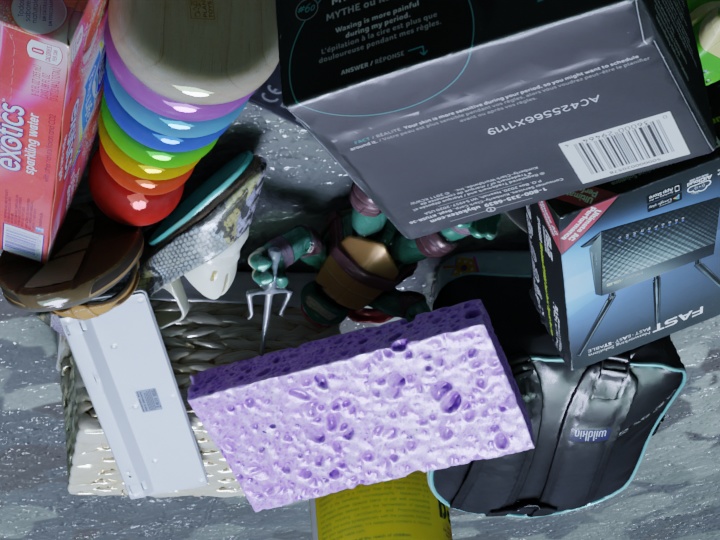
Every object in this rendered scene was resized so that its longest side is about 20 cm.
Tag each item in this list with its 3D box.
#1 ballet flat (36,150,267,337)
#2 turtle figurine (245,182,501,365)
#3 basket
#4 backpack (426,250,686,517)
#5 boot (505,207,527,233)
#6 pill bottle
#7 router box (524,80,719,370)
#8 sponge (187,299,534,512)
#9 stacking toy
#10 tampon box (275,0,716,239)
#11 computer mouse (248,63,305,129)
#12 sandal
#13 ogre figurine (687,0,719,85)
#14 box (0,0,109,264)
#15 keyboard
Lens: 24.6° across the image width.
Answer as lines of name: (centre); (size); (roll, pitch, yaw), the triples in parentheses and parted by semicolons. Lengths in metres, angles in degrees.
ballet flat: (-0.120, -0.005, 1.052); (0.200, 0.072, 0.072); (-31, 143, 28)
turtle figurine: (0.000, 0.000, 1.066); (0.149, 0.101, 0.200); (21, 134, -18)
basket: (-0.114, 0.083, 1.171); (0.199, 0.124, 0.136); (1, 150, -13)
backpack: (0.125, 0.083, 1.182); (0.175, 0.154, 0.201); (-2, 134, -8)
boot: (0.178, -0.030, 1.042); (0.202, 0.074, 0.154); (14, 180, -1)
pill bottle: (0.014, 0.180, 1.292); (0.109, 0.201, 0.109); (-5, 152, -2)
router box: (0.187, -0.039, 0.888); (0.199, 0.062, 0.150); (-20, 145, -3)
sponge: (0.001, 0.090, 1.062); (0.199, 0.030, 0.112); (-15, 126, 13)
stacking toy: (-0.104, -0.084, 0.859); (0.085, 0.086, 0.200); (4, 157, -17)
tampon box: (0.052, -0.143, 0.713); (0.149, 0.201, 0.126); (-15, 151, 19)
computer mouse: (-0.042, -0.131, 0.881); (0.199, 0.053, 0.138); (23, 144, -22)
sandal: (-0.165, -0.001, 0.968); (0.081, 0.055, 0.200); (-12, -167, -7)
ogre figurine: (0.135, -0.143, 0.815); (0.199, 0.120, 0.098); (-20, 144, 21)
box: (-0.184, -0.103, 0.827); (0.102, 0.095, 0.200); (17, 148, -3)
keyboard: (-0.143, 0.083, 1.056); (0.056, 0.011, 0.201); (-14, 137, -3)
